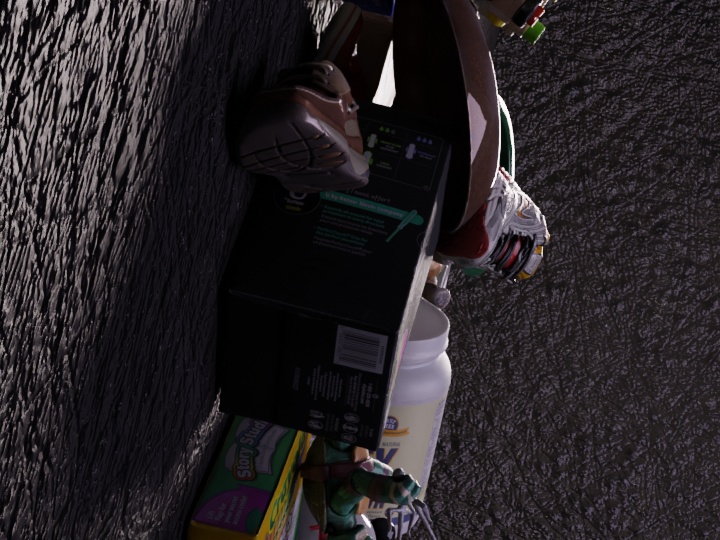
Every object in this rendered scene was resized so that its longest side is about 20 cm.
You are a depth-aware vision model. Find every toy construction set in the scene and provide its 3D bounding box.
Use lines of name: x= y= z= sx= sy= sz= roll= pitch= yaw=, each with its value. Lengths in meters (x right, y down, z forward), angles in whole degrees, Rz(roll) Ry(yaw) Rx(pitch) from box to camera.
toy construction set: x=0.147 y=-0.263 z=1.659 sx=0.131 sy=0.092 sz=0.201 roll=-51 pitch=164 yaw=-39

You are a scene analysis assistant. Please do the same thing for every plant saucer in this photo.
plant saucer: x=0.066 y=-0.130 z=1.572 sx=0.200 sy=0.034 sz=0.202 roll=172 pitch=-90 yaw=-78

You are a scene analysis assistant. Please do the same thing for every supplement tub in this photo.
supplement tub: x=0.002 y=0.128 z=1.900 sx=0.145 sy=0.144 sz=0.202 roll=-63 pitch=165 yaw=-68

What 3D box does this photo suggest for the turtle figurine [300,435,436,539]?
turtle figurine: x=0.002 y=0.151 z=1.608 sx=0.150 sy=0.100 sz=0.202 roll=-150 pitch=-124 yaw=-80

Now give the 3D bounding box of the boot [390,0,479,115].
boot: x=0.052 y=-0.131 z=1.766 sx=0.211 sy=0.079 sz=0.159 roll=136 pitch=-46 yaw=-67

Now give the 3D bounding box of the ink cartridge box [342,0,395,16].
ink cartridge box: x=0.026 y=-0.304 z=1.606 sx=0.094 sy=0.044 sz=0.202 roll=44 pitch=61 yaw=-83

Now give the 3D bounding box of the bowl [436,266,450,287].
bowl: x=0.033 y=0.005 z=2.124 sx=0.200 sy=0.107 sz=0.202 roll=14 pitch=90 yaw=-84

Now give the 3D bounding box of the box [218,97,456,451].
box: x=-0.015 y=-0.003 z=1.498 sx=0.149 sy=0.123 sz=0.201 roll=99 pitch=6 yaw=-51

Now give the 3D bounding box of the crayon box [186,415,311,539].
crayon box: x=-0.087 y=0.200 z=1.606 sx=0.200 sy=0.058 sz=0.174 roll=-69 pitch=171 yaw=-55

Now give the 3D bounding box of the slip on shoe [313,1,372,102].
slip on shoe: x=-0.011 y=-0.119 z=1.596 sx=0.074 sy=0.061 sz=0.201 roll=-68 pitch=169 yaw=-46

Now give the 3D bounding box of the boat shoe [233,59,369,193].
boat shoe: x=-0.039 y=-0.099 z=1.350 sx=0.200 sy=0.075 sz=0.073 roll=49 pitch=39 yaw=-81

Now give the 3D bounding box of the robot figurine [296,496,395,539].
robot figurine: x=-0.048 y=0.278 z=1.821 sx=0.151 sy=0.124 sz=0.201 roll=-65 pitch=167 yaw=-48

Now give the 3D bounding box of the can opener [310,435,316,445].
can opener: x=-0.056 y=0.083 z=1.756 sx=0.053 sy=0.066 sz=0.202 roll=31 pitch=61 yaw=-50

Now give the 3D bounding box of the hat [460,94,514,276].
hat: x=0.038 y=-0.084 z=1.924 sx=0.200 sy=0.175 sz=0.167 roll=63 pitch=40 yaw=-57

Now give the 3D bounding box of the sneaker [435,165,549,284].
sneaker: x=0.114 y=-0.033 z=1.670 sx=0.078 sy=0.082 sz=0.200 roll=-48 pitch=176 yaw=16

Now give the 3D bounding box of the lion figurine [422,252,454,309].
lion figurine: x=0.000 y=0.000 z=1.717 sx=0.122 sy=0.199 sz=0.073 roll=26 pitch=-63 yaw=51

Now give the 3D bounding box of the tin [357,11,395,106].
tin: x=0.015 y=-0.189 z=1.836 sx=0.201 sy=0.041 sz=0.113 roll=-70 pitch=167 yaw=-52
